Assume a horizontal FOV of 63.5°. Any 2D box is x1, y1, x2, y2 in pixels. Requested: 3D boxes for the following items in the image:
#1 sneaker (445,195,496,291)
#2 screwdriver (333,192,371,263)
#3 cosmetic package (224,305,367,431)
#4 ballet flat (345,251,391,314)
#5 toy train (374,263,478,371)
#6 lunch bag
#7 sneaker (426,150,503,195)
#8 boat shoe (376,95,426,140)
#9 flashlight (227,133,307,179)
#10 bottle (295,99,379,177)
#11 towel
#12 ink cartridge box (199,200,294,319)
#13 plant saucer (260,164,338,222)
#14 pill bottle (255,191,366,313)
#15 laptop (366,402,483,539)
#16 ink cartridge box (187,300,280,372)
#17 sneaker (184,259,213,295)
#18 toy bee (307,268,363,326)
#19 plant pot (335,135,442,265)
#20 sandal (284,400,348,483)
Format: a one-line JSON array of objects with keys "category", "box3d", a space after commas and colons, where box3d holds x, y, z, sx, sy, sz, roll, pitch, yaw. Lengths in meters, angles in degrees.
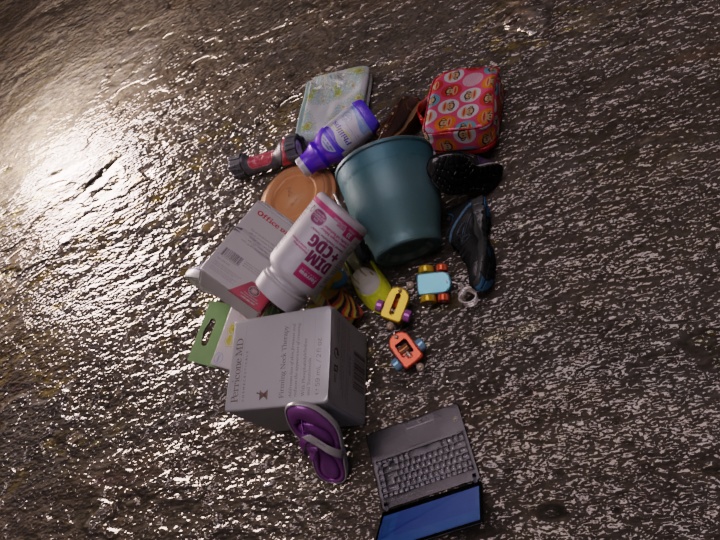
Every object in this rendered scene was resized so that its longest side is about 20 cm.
[{"category": "sneaker", "box3d": [0.202, -0.044, 1.074, 0.081, 0.073, 0.202, -12, 50, 23]}, {"category": "screwdriver", "box3d": [-0.024, -0.092, 1.160, 0.028, 0.029, 0.202, -41, 55, 20]}, {"category": "cosmetic package", "box3d": [-0.108, 0.182, 1.040, 0.197, 0.166, 0.170, -10, 61, 21]}, {"category": "ballet flat", "box3d": [0.000, 0.000, 1.142, 0.067, 0.067, 0.201, -37, 55, 13]}, {"category": "toy train", "box3d": [0.113, 0.084, 1.059, 0.200, 0.056, 0.150, -42, 69, -5]}, {"category": "lunch bag", "box3d": [0.199, -0.329, 1.195, 0.173, 0.082, 0.202, 0, 55, 24]}, {"category": "sneaker", "box3d": [0.177, -0.191, 1.099, 0.087, 0.198, 0.077, 39, 117, 38]}, {"category": "boat shoe", "box3d": [0.071, -0.295, 1.260, 0.070, 0.071, 0.201, 26, 69, 26]}, {"category": "flashlight", "box3d": [-0.223, -0.268, 1.373, 0.197, 0.068, 0.069, -8, 89, 23]}, {"category": "bottle", "box3d": [-0.054, -0.285, 1.281, 0.199, 0.065, 0.084, -37, 87, 5]}, {"category": "towel", "box3d": [-0.062, -0.390, 1.385, 0.169, 0.048, 0.203, -4, 64, 24]}, {"category": "ink cartridge box", "box3d": [-0.208, -0.020, 1.173, 0.145, 0.085, 0.201, 35, 61, -1]}, {"category": "plant saucer", "box3d": [-0.144, -0.161, 1.316, 0.197, 0.032, 0.203, -11, 60, 20]}, {"category": "pill bottle", "box3d": [-0.090, -0.028, 1.036, 0.201, 0.113, 0.113, -51, 55, 5]}, {"category": "laptop", "box3d": [0.091, 0.320, 0.914, 0.175, 0.103, 0.202, -22, 58, 13]}, {"category": "ink cartridge box", "box3d": [-0.275, 0.134, 1.217, 0.197, 0.048, 0.148, 8, 69, 26]}, {"category": "sneaker", "box3d": [-0.282, -0.023, 1.288, 0.197, 0.081, 0.148, 4, 58, 30]}, {"category": "toy bee", "box3d": [-0.085, 0.034, 1.141, 0.200, 0.107, 0.133, 40, 130, 43]}, {"category": "plant pot", "box3d": [0.067, -0.119, 1.108, 0.197, 0.200, 0.191, -19, 73, 15]}, {"category": "sandal", "box3d": [-0.064, 0.290, 0.946, 0.081, 0.205, 0.050, -11, 35, 17]}]
